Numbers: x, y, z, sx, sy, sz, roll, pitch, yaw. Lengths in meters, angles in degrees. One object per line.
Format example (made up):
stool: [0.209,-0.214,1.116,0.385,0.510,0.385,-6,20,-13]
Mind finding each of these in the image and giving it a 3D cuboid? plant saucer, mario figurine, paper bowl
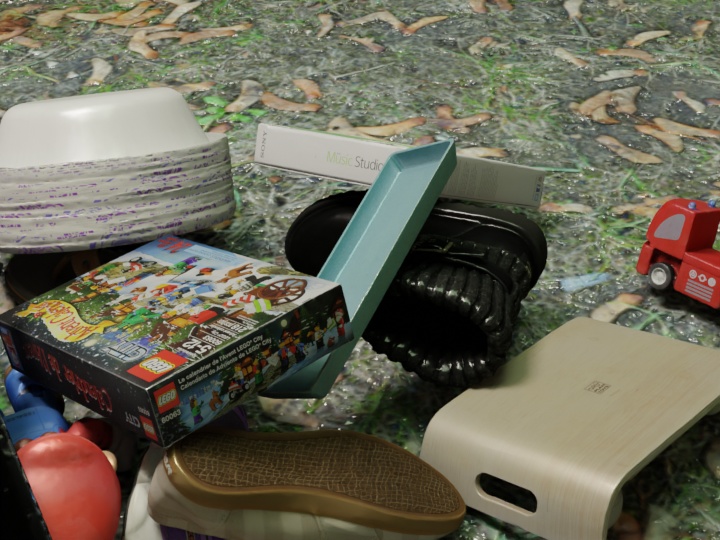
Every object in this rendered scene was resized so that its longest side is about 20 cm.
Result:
plant saucer: [0.000,0.000,0.882,0.069,0.019,0.201,-8,47,52]
mario figurine: [-0.197,0.134,0.835,0.124,0.106,0.200,-48,32,-3]
paper bowl: [-0.198,-0.081,1.059,0.197,0.106,0.201,-7,9,1]

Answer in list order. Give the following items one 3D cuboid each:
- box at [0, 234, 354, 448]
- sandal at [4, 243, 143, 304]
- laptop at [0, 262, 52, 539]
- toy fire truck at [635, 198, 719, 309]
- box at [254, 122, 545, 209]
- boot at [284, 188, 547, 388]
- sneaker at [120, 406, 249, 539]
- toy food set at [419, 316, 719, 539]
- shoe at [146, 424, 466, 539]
box: [-0.116,0.035,0.835,0.136,0.038,0.199,-28,25,-31]
sandal: [-0.175,0.010,1.019,0.198,0.055,0.082,19,38,28]
laptop: [-0.258,0.117,0.774,0.176,0.202,0.103,-28,-11,6]
toy fire truck: [0.297,-0.027,0.971,0.048,0.143,0.199,-5,26,-46]
box: [0.034,-0.080,1.074,0.143,0.037,0.199,14,5,37]
boot: [0.019,0.009,0.961,0.208,0.081,0.158,1,26,24]
sneaker: [-0.091,0.113,0.861,0.082,0.081,0.202,14,42,-5]
toy food set: [0.152,0.100,0.878,0.142,0.061,0.199,15,33,43]
shoe: [-0.030,0.131,0.799,0.198,0.054,0.070,13,34,-28]
